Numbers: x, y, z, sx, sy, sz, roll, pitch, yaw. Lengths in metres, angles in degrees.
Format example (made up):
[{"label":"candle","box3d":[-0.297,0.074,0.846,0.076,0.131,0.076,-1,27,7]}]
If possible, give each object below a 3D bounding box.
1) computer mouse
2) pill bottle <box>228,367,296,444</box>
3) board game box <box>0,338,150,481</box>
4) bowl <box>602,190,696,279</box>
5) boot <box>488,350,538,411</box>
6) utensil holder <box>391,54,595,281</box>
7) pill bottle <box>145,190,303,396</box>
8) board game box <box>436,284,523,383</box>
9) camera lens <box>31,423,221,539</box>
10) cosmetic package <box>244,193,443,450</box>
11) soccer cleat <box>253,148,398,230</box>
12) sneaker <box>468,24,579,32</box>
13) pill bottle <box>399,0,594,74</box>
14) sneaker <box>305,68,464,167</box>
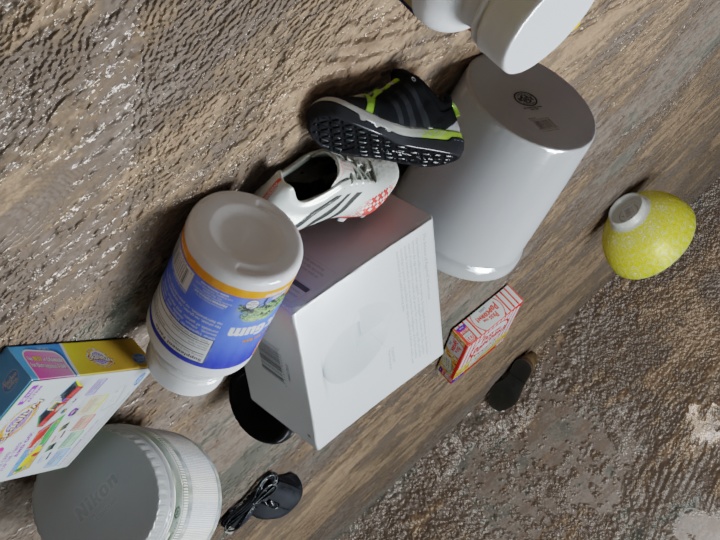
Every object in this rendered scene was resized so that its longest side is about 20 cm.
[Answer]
[{"label":"computer mouse","box3d":[-0.155,0.411,2.198,0.139,0.053,0.200,-47,164,11]},{"label":"pill bottle","box3d":[-0.069,0.142,1.615,0.200,0.112,0.112,-23,155,-51]},{"label":"board game box","box3d":[-0.300,0.133,1.160,0.153,0.040,0.200,-47,164,14]},{"label":"bowl","box3d":[0.562,-0.094,2.498,0.200,0.200,0.108,-44,121,4]},{"label":"boot","box3d":[0.400,0.287,3.201,0.075,0.074,0.200,-39,164,-51]},{"label":"utensil holder","box3d":[0.145,-0.117,1.379,0.170,0.170,0.200,-27,154,-44]},{"label":"pill bottle","box3d":[-0.136,0.030,1.163,0.112,0.112,0.200,-28,158,-42]},{"label":"board game box","box3d":[0.230,0.126,2.408,0.151,0.046,0.200,-37,163,-20]},{"label":"camera lens","box3d":[-0.251,0.253,1.365,0.160,0.160,0.200,-43,164,1]},{"label":"cosmetic package","box3d":[-0.023,0.043,1.334,0.200,0.123,0.200,-33,136,-28]},{"label":"soccer cleat","box3d":[-0.025,-0.088,1.217,0.199,0.069,0.085,-23,159,-41]},{"label":"sneaker","box3d":[0.173,-0.271,1.233,0.200,0.078,0.082,-40,163,-46]},{"label":"pill bottle","box3d":[0.058,-0.229,0.812,0.120,0.200,0.120,-39,163,-14]},{"label":"sneaker","box3d":[0.023,-0.153,1.188,0.071,0.083,0.199,-13,166,41]}]
